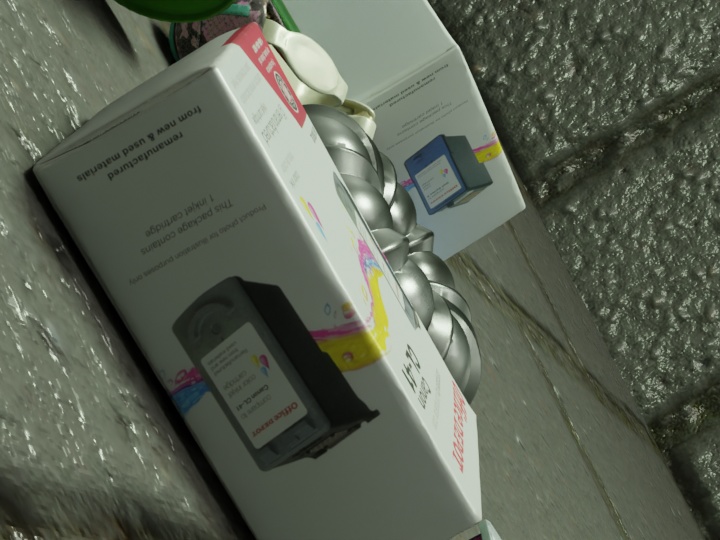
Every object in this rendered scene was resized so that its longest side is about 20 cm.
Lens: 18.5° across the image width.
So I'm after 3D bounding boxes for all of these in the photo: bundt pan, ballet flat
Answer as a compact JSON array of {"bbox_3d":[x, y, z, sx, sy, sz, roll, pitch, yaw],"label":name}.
[{"bbox_3d":[0.000,0.000,1.157,0.203,0.075,0.202,60,8,-13],"label":"bundt pan"},{"bbox_3d":[-0.034,-0.091,1.234,0.200,0.071,0.070,49,49,-54],"label":"ballet flat"}]

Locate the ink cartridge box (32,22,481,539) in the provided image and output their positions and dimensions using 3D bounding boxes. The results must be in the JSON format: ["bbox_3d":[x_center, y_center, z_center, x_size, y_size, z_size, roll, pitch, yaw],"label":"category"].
[{"bbox_3d":[-0.034,0.013,0.879,0.201,0.085,0.148,59,9,-10],"label":"ink cartridge box"}]

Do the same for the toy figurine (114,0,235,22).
[{"bbox_3d":[-0.082,-0.255,1.073,0.201,0.149,0.185,83,16,-51],"label":"toy figurine"}]

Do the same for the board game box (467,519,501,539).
[{"bbox_3d":[0.115,0.259,1.173,0.201,0.026,0.200,58,10,-23],"label":"board game box"}]

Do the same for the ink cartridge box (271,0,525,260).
[{"bbox_3d":[0.020,-0.117,1.422,0.146,0.087,0.200,60,-2,34],"label":"ink cartridge box"}]
